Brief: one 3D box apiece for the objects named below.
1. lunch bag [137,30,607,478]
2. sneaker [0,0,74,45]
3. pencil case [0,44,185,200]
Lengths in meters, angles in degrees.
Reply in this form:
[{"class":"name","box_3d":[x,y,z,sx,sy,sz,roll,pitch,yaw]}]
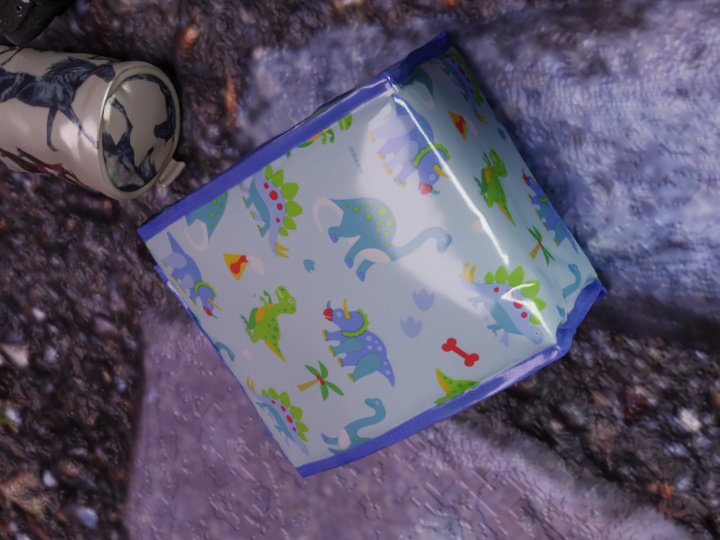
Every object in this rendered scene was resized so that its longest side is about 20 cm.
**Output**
[{"class":"lunch bag","box_3d":[0.000,0.000,0.981,0.200,0.127,0.170,-31,94,26]},{"class":"sneaker","box_3d":[-0.169,-0.169,1.044,0.200,0.060,0.104,31,120,21]},{"class":"pencil case","box_3d":[-0.202,-0.090,1.084,0.199,0.078,0.089,10,155,25]}]
